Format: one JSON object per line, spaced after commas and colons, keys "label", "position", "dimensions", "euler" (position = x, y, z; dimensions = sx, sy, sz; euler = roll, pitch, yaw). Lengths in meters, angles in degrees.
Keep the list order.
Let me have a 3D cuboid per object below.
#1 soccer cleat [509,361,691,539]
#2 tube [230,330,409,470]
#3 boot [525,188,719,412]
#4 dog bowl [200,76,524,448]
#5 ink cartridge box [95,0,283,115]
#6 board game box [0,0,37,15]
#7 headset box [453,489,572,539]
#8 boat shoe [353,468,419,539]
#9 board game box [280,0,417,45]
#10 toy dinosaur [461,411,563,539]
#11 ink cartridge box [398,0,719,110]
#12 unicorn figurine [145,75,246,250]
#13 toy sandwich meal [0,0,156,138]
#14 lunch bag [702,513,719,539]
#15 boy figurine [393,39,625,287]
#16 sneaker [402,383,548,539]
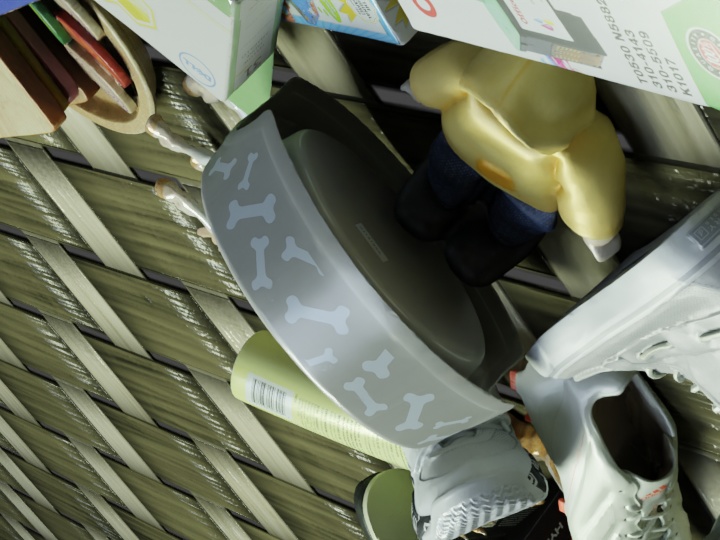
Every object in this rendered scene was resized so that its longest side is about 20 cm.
{"label": "soccer cleat", "position": [0.144, 0.114, 1.176], "dimensions": [0.077, 0.069, 0.200], "euler": [17, 146, 45]}
{"label": "tube", "position": [0.009, 0.098, 1.436], "dimensions": [0.200, 0.052, 0.058], "euler": [23, -161, 25]}
{"label": "boot", "position": [0.146, 0.038, 0.990], "dimensions": [0.096, 0.074, 0.200], "euler": [49, 160, 2]}
{"label": "dog bowl", "position": [0.000, 0.000, 1.061], "dimensions": [0.200, 0.059, 0.200], "euler": [46, -164, -18]}
{"label": "ink cartridge box", "position": [-0.105, -0.138, 1.048], "dimensions": [0.145, 0.048, 0.200], "euler": [39, 158, 9]}
{"label": "board game box", "position": [-0.175, -0.207, 0.867], "dimensions": [0.200, 0.159, 0.097], "euler": [57, 148, 8]}
{"label": "headset box", "position": [0.146, 0.234, 1.393], "dimensions": [0.200, 0.077, 0.149], "euler": [44, 159, -11]}
{"label": "boat shoe", "position": [0.059, 0.201, 1.490], "dimensions": [0.201, 0.074, 0.063], "euler": [42, 159, -32]}
{"label": "board game box", "position": [-0.057, -0.192, 0.960], "dimensions": [0.134, 0.034, 0.200], "euler": [20, 151, 49]}
{"label": "toy dinosaur", "position": [0.061, 0.099, 1.338], "dimensions": [0.200, 0.060, 0.107], "euler": [20, 122, 33]}
{"label": "ink cartridge box", "position": [0.077, -0.141, 0.732], "dimensions": [0.200, 0.084, 0.145], "euler": [21, 152, 47]}
{"label": "unicorn figurine", "position": [-0.060, -0.046, 1.240], "dimensions": [0.137, 0.074, 0.200], "euler": [35, 176, 19]}
{"label": "toy sandwich meal", "position": [-0.209, -0.139, 1.311], "dimensions": [0.205, 0.070, 0.205], "euler": [37, 160, 16]}
{"label": "lunch bag", "position": [0.259, 0.203, 1.068], "dimensions": [0.164, 0.118, 0.200], "euler": [24, 160, 40]}
{"label": "boy figurine", "position": [0.070, -0.053, 0.968], "dimensions": [0.124, 0.064, 0.200], "euler": [43, 164, 5]}
{"label": "sneaker", "position": [0.045, 0.078, 1.189], "dimensions": [0.200, 0.075, 0.115], "euler": [-83, -30, -88]}
